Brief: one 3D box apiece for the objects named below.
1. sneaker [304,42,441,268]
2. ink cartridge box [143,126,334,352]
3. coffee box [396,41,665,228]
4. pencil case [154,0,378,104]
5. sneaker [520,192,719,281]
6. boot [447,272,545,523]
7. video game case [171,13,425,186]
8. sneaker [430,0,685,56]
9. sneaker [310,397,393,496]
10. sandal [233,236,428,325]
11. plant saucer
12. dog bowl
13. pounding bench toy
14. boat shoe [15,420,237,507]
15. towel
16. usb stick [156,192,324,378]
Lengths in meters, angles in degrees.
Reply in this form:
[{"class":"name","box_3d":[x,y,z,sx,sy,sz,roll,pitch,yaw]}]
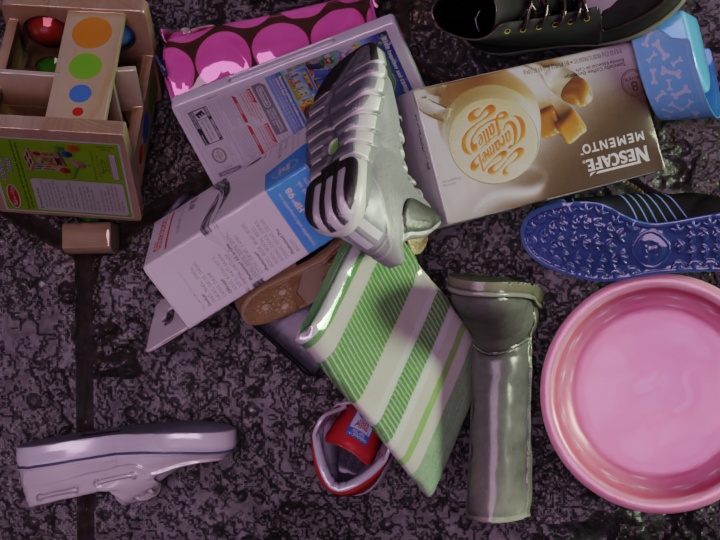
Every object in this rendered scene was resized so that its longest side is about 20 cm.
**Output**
[{"class":"sneaker","box_3d":[0.017,-0.081,1.465,0.075,0.200,0.115,-27,128,36]},{"class":"ink cartridge box","box_3d":[-0.109,-0.026,1.522,0.200,0.116,0.067,-32,108,10]},{"class":"coffee box","box_3d":[0.135,-0.110,1.524,0.200,0.080,0.115,-13,90,-17]},{"class":"pencil case","box_3d":[-0.071,-0.181,1.581,0.200,0.091,0.094,-11,81,3]},{"class":"sneaker","box_3d":[0.236,-0.031,1.548,0.200,0.078,0.070,4,102,9]},{"class":"boot","box_3d":[0.108,0.107,1.517,0.072,0.182,0.200,9,86,25]},{"class":"video game case","box_3d":[-0.040,-0.123,1.560,0.200,0.018,0.143,-20,128,9]},{"class":"sneaker","box_3d":[0.161,-0.212,1.468,0.200,0.106,0.075,-14,88,26]},{"class":"sneaker","box_3d":[0.015,0.098,1.551,0.071,0.112,0.200,18,91,9]},{"class":"sandal","box_3d":[0.001,0.003,1.553,0.211,0.078,0.070,-28,56,-6]},{"class":"plant saucer","box_3d":[0.252,0.103,1.559,0.200,0.051,0.201,0,88,6]},{"class":"dog bowl","box_3d":[0.251,-0.218,1.538,0.049,0.111,0.200,-14,88,20]},{"class":"pounding bench toy","box_3d":[-0.240,-0.125,1.585,0.124,0.200,0.156,3,58,4]},{"class":"boat shoe","box_3d":[-0.200,0.170,1.601,0.200,0.074,0.065,-7,93,16]},{"class":"towel","box_3d":[0.030,0.064,1.502,0.023,0.200,0.153,-6,45,38]},{"class":"usb stick","box_3d":[-0.093,0.012,1.605,0.200,0.033,0.055,42,96,5]}]
